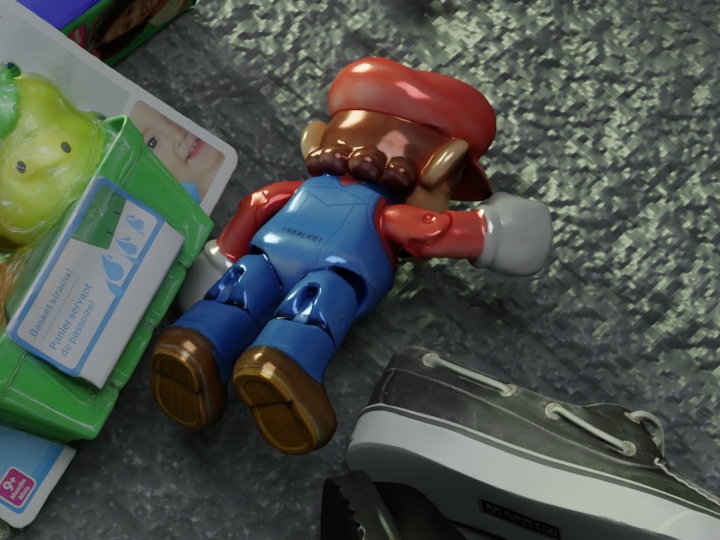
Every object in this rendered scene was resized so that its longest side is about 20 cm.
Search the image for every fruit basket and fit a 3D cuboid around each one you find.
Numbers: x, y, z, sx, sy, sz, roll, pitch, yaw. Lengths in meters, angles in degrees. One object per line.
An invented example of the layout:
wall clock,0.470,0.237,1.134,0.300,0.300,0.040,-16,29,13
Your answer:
fruit basket,-0.166,-0.024,1.176,0.200,0.094,0.186,37,73,-26

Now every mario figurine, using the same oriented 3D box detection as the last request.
mario figurine,0.000,0.000,1.230,0.123,0.106,0.200,35,57,2

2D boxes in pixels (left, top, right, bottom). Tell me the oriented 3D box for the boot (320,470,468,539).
boot,0.085,0.148,1.149,0.157,0.080,0.211,-11,43,-23

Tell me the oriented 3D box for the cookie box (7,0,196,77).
cookie box,-0.199,-0.132,1.292,0.200,0.075,0.171,-40,71,-20

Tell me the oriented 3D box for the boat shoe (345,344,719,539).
boat shoe,0.096,0.083,1.192,0.199,0.071,0.064,21,64,10
